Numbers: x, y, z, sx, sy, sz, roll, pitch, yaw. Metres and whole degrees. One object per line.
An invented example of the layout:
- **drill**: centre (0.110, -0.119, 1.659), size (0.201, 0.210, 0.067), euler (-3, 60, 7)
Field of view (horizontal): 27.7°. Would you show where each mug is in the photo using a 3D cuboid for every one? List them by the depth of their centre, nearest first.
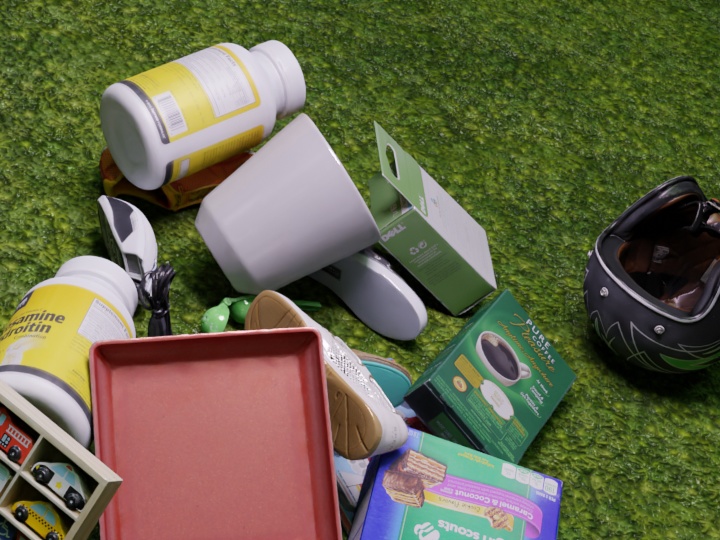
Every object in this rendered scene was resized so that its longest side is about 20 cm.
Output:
- **mug**: centre (-0.081, -0.052, 1.478), size (0.153, 0.187, 0.150), euler (-33, 87, -3)

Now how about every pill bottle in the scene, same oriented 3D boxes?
- **pill bottle**: centre (-0.262, 0.077, 1.278), size (0.111, 0.112, 0.201), euler (19, 37, -3)
- **pill bottle**: centre (-0.160, -0.169, 1.514), size (0.199, 0.112, 0.112), euler (-26, 56, -30)

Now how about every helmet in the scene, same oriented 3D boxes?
- **helmet**: centre (0.338, 0.017, 1.575), size (0.200, 0.191, 0.200), euler (47, 6, -7)

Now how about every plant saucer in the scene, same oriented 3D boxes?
- **plant saucer**: centre (-0.123, 0.154, 1.224), size (0.198, 0.037, 0.202), euler (-3, 75, -12)

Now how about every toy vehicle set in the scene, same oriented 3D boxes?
- **toy vehicle set**: centre (-0.297, 0.159, 1.155), size (0.199, 0.125, 0.026), euler (34, 6, 18)

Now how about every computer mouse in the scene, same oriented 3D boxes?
- **computer mouse**: centre (-0.213, -0.010, 1.423), size (0.044, 0.110, 0.200), euler (-16, 42, -16)

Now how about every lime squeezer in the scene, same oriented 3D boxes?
- **lime squeezer**: centre (-0.113, 0.053, 1.442), size (0.070, 0.038, 0.200), euler (32, 37, 14)

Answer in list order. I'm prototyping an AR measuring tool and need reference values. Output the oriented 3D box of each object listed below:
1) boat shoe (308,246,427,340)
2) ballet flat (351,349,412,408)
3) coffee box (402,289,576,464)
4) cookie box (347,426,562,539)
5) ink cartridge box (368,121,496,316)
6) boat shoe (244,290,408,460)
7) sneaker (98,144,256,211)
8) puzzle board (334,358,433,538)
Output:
- **boat shoe**: centre (0.000, 0.000, 1.543), size (0.199, 0.070, 0.066), euler (31, 39, 25)
- **ballet flat**: centre (-0.050, 0.104, 1.374), size (0.199, 0.068, 0.072), euler (-7, 26, -25)
- **coffee box**: centre (0.132, 0.114, 1.438), size (0.123, 0.044, 0.200), euler (49, 38, -3)
- **cookie box**: centre (0.075, 0.248, 1.245), size (0.170, 0.075, 0.201), euler (19, 43, -3)
- **ink cartridge box**: centre (0.060, -0.054, 1.558), size (0.200, 0.059, 0.104), euler (43, 25, -31)
- **boat shoe**: centre (-0.031, 0.095, 1.297), size (0.069, 0.071, 0.200), euler (8, 33, -49)
- **sneaker**: centre (-0.183, -0.095, 1.581), size (0.198, 0.073, 0.078), euler (1, 58, -15)
- **puzzle board**: centre (0.013, 0.162, 1.384), size (0.150, 0.017, 0.200), euler (-6, 44, -31)
